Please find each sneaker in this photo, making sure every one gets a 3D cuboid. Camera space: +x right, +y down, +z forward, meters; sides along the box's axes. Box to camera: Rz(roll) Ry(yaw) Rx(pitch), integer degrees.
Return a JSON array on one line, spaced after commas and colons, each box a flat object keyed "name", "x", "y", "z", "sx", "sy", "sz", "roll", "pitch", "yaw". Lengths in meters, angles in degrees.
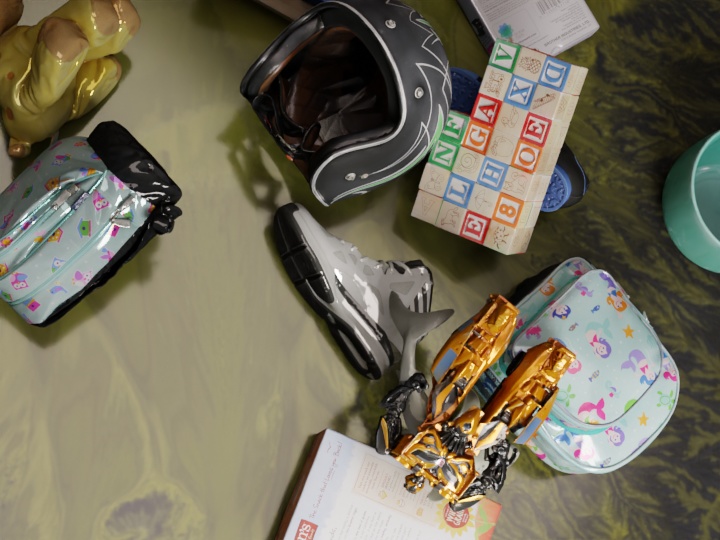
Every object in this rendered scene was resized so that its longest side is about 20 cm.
[{"name": "sneaker", "x": 0.000, "y": 0.000, "z": 1.557, "sx": 0.115, "sy": 0.076, "sz": 0.201, "roll": -35, "pitch": 97, "yaw": -24}, {"name": "sneaker", "x": 0.161, "y": -0.140, "z": 1.615, "sx": 0.200, "sy": 0.070, "sz": 0.078, "roll": 49, "pitch": 29, "yaw": 15}]

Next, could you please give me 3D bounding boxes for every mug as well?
[{"name": "mug", "x": 0.417, "y": -0.072, "z": 1.629, "sx": 0.183, "sy": 0.114, "sz": 0.153, "roll": 4, "pitch": 79, "yaw": -12}]

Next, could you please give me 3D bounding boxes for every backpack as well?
[{"name": "backpack", "x": -0.278, "y": -0.047, "z": 1.453, "sx": 0.200, "sy": 0.167, "sz": 0.127, "roll": -44, "pitch": 108, "yaw": -1}, {"name": "backpack", "x": 0.224, "y": 0.104, "z": 1.546, "sx": 0.177, "sy": 0.150, "sz": 0.200, "roll": -40, "pitch": 95, "yaw": -17}]

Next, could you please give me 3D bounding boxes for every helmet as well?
[{"name": "helmet", "x": -0.002, "y": -0.177, "z": 1.505, "sx": 0.190, "sy": 0.200, "sz": 0.201, "roll": -37, "pitch": 89, "yaw": 2}]

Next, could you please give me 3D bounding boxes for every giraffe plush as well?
[{"name": "giraffe plush", "x": -0.339, "y": -0.217, "z": 1.489, "sx": 0.162, "sy": 0.173, "sz": 0.201, "roll": 36, "pitch": 109, "yaw": 6}]

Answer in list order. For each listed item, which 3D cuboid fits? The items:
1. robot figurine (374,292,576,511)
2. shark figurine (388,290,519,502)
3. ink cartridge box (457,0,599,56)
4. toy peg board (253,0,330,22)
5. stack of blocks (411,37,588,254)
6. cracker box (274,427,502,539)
[{"name": "robot figurine", "x": 0.105, "y": 0.130, "z": 1.432, "sx": 0.145, "sy": 0.058, "sz": 0.201, "roll": 37, "pitch": 89, "yaw": -7}, {"name": "shark figurine", "x": 0.060, "y": 0.138, "z": 1.506, "sx": 0.128, "sy": 0.089, "sz": 0.215, "roll": -41, "pitch": 113, "yaw": -28}, {"name": "ink cartridge box", "x": 0.160, "y": -0.320, "z": 1.655, "sx": 0.119, "sy": 0.042, "sz": 0.201, "roll": -30, "pitch": 90, "yaw": -15}, {"name": "toy peg board", "x": -0.024, "y": -0.351, "z": 1.540, "sx": 0.199, "sy": 0.098, "sz": 0.200, "roll": 25, "pitch": 86, "yaw": -29}, {"name": "stack of blocks", "x": 0.141, "y": -0.130, "z": 1.545, "sx": 0.115, "sy": 0.058, "sz": 0.201, "roll": 23, "pitch": 103, "yaw": 22}, {"name": "cracker box", "x": 0.025, "y": 0.259, "z": 1.516, "sx": 0.199, "sy": 0.058, "sz": 0.135, "roll": 25, "pitch": 74, "yaw": -8}]
